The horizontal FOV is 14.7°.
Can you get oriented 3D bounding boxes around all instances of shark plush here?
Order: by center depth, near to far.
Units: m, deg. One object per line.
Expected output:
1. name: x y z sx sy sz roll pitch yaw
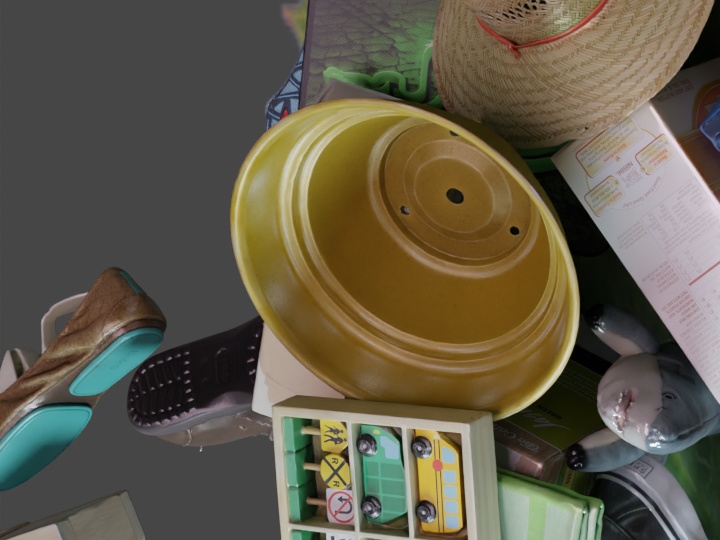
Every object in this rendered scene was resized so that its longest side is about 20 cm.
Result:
1. shark plush: 0.192 0.082 1.530 0.083 0.200 0.091 14 88 42

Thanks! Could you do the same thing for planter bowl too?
1. planter bowl: 0.037 -0.022 1.491 0.199 0.084 0.201 15 128 20

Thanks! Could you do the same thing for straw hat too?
1. straw hat: 0.089 -0.166 1.482 0.200 0.085 0.202 -23 54 35

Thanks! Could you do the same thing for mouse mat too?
1. mouse mat: 0.059 -0.099 1.615 0.199 0.008 0.162 12 114 14

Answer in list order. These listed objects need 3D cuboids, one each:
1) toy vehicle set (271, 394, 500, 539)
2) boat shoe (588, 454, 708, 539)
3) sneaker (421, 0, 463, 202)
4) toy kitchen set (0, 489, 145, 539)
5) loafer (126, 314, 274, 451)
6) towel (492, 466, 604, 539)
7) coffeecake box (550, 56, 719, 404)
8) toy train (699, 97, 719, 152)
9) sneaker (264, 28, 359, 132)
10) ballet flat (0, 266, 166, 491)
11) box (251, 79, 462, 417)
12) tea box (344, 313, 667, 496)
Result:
1. toy vehicle set: 0.017 0.171 1.513 0.124 0.026 0.201 3 103 31
2. boat shoe: 0.170 0.183 1.604 0.072 0.071 0.200 25 156 49
3. sneaker: 0.080 -0.117 1.646 0.088 0.075 0.201 16 116 13
4. toy kitchen set: -0.234 0.286 1.905 0.180 0.163 0.201 -21 91 36
5. loafer: -0.051 0.068 1.789 0.199 0.071 0.073 -12 61 27
6. towel: 0.053 0.199 1.527 0.149 0.031 0.201 14 111 25
7. coffeecake box: 0.216 -0.012 1.519 0.073 0.153 0.200 -39 81 32
8. toy train: 0.273 -0.050 1.479 0.200 0.114 0.087 46 125 -2
9. sneaker: -0.020 -0.073 1.724 0.096 0.079 0.201 54 131 50
10. ballet flat: -0.205 0.067 1.892 0.200 0.068 0.073 -47 56 34
11. box: 0.000 0.000 1.634 0.094 0.078 0.201 17 129 10
12. tea box: 0.073 0.140 1.635 0.133 0.196 0.201 28 118 25
